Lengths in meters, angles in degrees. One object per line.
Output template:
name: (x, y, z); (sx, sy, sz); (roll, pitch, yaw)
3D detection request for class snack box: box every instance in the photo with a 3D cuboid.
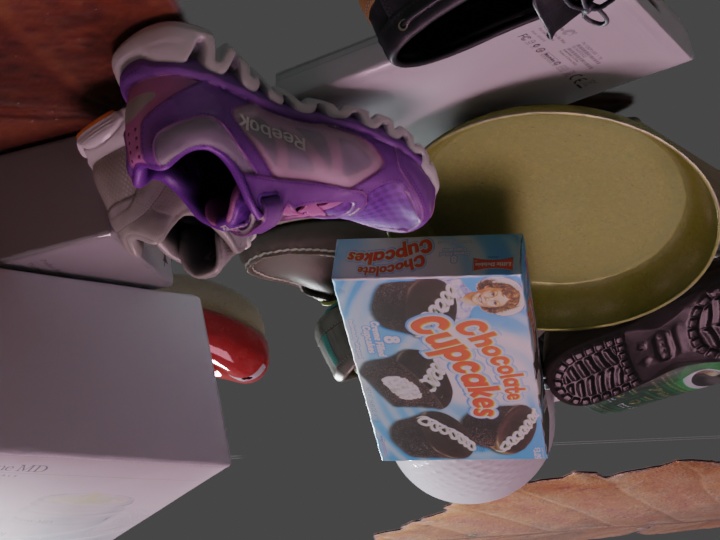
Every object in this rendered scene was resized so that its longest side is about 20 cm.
snack box: (0.056, 0.054, 1.083); (0.116, 0.037, 0.200); (-2, 140, 11)

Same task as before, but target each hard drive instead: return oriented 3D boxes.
hard drive: (0.071, -0.114, 0.946); (0.200, 0.026, 0.132); (-18, 160, 24)

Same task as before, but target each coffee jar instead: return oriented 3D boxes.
coffee jar: (0.280, 0.060, 1.460); (0.200, 0.085, 0.104); (-18, 157, 28)

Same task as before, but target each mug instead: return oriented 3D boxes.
mug: (0.108, 0.092, 1.392); (0.200, 0.148, 0.175); (-15, 155, 2)

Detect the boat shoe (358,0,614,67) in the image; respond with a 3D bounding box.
boat shoe: (0.095, -0.145, 0.813); (0.200, 0.062, 0.075); (-14, 159, 11)

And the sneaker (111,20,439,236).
sneaker: (-0.047, -0.052, 0.907); (0.200, 0.089, 0.080); (22, 146, -28)

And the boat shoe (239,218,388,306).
boat shoe: (0.002, -0.001, 1.191); (0.202, 0.060, 0.072); (5, 156, -37)

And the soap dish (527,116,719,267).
soap dish: (0.173, -0.030, 1.156); (0.157, 0.081, 0.200); (-20, 159, 29)

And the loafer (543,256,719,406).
loafer: (0.208, 0.021, 1.117); (0.200, 0.071, 0.073); (-17, 128, -5)

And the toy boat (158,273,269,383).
toy boat: (-0.165, 0.083, 1.249); (0.200, 0.131, 0.131); (-12, 162, 9)

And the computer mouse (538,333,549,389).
computer mouse: (0.211, 0.016, 1.294); (0.200, 0.139, 0.053); (-13, 126, -5)

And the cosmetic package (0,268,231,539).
cosmetic package: (-0.222, 0.097, 1.030); (0.199, 0.123, 0.200); (9, 146, -41)

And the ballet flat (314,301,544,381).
ballet flat: (0.062, 0.055, 1.193); (0.200, 0.064, 0.067); (0, 143, -29)

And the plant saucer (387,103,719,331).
plant saucer: (0.116, -0.035, 1.018); (0.200, 0.031, 0.200); (4, 141, 3)

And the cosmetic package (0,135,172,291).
cosmetic package: (-0.226, -0.015, 1.027); (0.200, 0.071, 0.101); (-13, 160, 11)

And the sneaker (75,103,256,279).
sneaker: (-0.081, -0.037, 0.989); (0.076, 0.092, 0.200); (-24, 162, 36)
